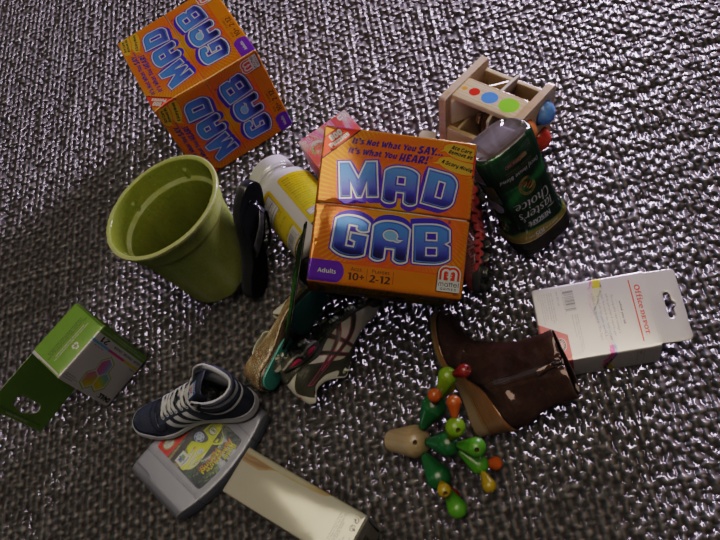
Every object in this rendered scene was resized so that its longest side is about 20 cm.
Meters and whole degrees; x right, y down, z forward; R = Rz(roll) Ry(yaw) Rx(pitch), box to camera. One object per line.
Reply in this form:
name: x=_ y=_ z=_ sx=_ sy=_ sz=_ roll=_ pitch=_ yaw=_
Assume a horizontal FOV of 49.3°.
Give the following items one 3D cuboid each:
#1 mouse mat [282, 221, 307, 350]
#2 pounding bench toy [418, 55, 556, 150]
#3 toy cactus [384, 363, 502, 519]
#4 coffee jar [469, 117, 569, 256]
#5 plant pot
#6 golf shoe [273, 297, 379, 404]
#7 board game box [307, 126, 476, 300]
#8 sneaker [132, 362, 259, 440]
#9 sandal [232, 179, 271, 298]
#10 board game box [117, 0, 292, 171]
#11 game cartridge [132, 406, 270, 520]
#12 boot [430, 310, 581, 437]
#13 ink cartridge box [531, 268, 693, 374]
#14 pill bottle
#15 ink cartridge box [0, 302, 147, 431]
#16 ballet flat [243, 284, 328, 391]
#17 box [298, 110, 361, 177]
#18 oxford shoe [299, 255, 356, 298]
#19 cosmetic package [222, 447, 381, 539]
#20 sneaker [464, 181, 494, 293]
mouse mat: x=-0.094 y=0.027 z=1.109 sx=0.007 sy=0.200 sz=0.162 roll=9 pitch=79 yaw=-5
pounding bench toy: x=0.202 y=-0.213 z=1.246 sx=0.155 sy=0.125 sz=0.200 roll=30 pitch=60 yaw=26
toy cactus: x=0.108 y=0.231 z=1.080 sx=0.164 sy=0.102 sz=0.202 roll=-9 pitch=92 yaw=43
coffee jar: x=0.237 y=-0.120 z=1.173 sx=0.104 sy=0.200 sz=0.085 roll=-40 pitch=34 yaw=-7
plant pot: x=-0.272 y=-0.049 z=1.268 sx=0.199 sy=0.185 sz=0.202 roll=-14 pitch=51 yaw=18
golf shoe: x=-0.039 y=0.116 z=1.204 sx=0.200 sy=0.077 sz=0.088 roll=-38 pitch=97 yaw=-21
board game box: x=0.036 y=-0.065 z=1.088 sx=0.198 sy=0.200 sz=0.202 roll=7 pitch=85 yaw=-3
sneaker: x=-0.259 y=0.192 z=1.152 sx=0.198 sy=0.109 sz=0.071 roll=-12 pitch=60 yaw=8
sandal: x=-0.164 y=-0.052 z=1.263 sx=0.042 sy=0.202 sz=0.076 roll=8 pitch=27 yaw=21
board game box: x=-0.278 y=-0.336 z=1.421 sx=0.199 sy=0.200 sz=0.201 roll=-32 pitch=59 yaw=-3
game cartridge: x=-0.237 y=0.268 z=1.190 sx=0.133 sy=0.041 sz=0.200 roll=35 pitch=76 yaw=24
boot: x=0.199 y=0.119 z=1.098 sx=0.166 sy=0.072 sz=0.201 roll=-33 pitch=70 yaw=27
ink cartridge box: x=0.352 y=0.075 z=1.111 sx=0.198 sy=0.068 sz=0.117 roll=-10 pitch=61 yaw=12
pill bottle: x=-0.102 y=-0.102 z=1.302 sx=0.111 sy=0.111 sz=0.200 roll=-37 pitch=60 yaw=-6
ink cartridge box: x=-0.455 y=0.173 z=1.234 sx=0.075 sy=0.148 sz=0.200 roll=31 pitch=75 yaw=26
ballet flat: x=-0.123 y=0.093 z=1.235 sx=0.065 sy=0.071 sz=0.201 roll=15 pitch=64 yaw=37
box: x=-0.006 y=-0.156 z=1.314 sx=0.102 sy=0.095 sz=0.200 roll=-35 pitch=59 yaw=-5
oxford shoe: x=0.000 y=0.000 z=1.238 sx=0.198 sy=0.084 sz=0.073 roll=2 pitch=104 yaw=-4
cosmetic package: x=-0.079 y=0.329 z=1.075 sx=0.199 sy=0.105 sz=0.071 roll=24 pitch=70 yaw=23
sneaker: x=0.156 y=-0.051 z=1.229 sx=0.097 sy=0.071 sz=0.202 roll=-9 pitch=59 yaw=10
